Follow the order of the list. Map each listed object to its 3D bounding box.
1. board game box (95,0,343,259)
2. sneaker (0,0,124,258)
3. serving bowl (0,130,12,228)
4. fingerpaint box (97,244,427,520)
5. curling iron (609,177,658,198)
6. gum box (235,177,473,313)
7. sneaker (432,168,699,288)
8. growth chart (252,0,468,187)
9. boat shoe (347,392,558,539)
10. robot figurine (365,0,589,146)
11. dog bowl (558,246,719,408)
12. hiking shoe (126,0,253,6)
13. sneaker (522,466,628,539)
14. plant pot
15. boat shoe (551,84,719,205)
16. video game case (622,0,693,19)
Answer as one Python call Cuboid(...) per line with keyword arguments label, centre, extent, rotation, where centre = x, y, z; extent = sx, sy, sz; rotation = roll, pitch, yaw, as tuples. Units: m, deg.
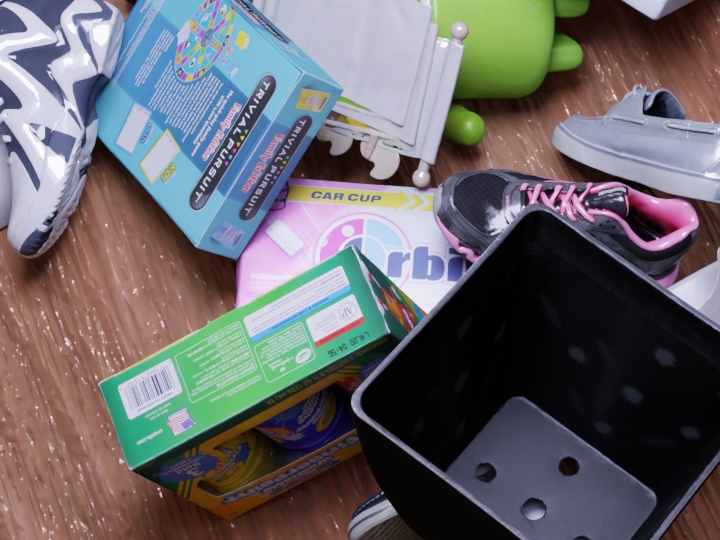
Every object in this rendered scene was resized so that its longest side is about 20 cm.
Cuboid(label="board game box", centre=(-0.117, -0.127, 1.531), extent=(0.200, 0.047, 0.151), rotation=(46, 109, 40))
Cuboid(label="sneaker", centre=(-0.263, -0.118, 1.531), extent=(0.129, 0.079, 0.201), rotation=(15, 90, 3))
Cuboid(label="serving bowl", centre=(-0.330, -0.121, 1.595), extent=(0.198, 0.066, 0.201), rotation=(0, 63, 0))
Cuboid(label="fingerpaint box", centre=(-0.050, 0.083, 1.402), extent=(0.199, 0.167, 0.074), rotation=(-28, 65, 9))
Cuboid(label="curling iron", centre=(0.159, -0.015, 1.525), extent=(0.049, 0.026, 0.200), rotation=(35, 49, 23))
Cuboid(label="gum box", centre=(0.000, 0.000, 1.529), extent=(0.198, 0.066, 0.114), rotation=(4, 65, 2))
Cuboid(label="sneaker", centre=(0.152, -0.041, 1.467), extent=(0.198, 0.095, 0.080), rotation=(11, 63, -15))
Cuboid(label="growth chart", centre=(-0.010, -0.160, 1.529), extent=(0.199, 0.145, 0.018), rotation=(32, 25, 22))
Cuboid(label="boat shoe", centre=(0.068, 0.134, 1.462), extent=(0.199, 0.075, 0.062), rotation=(-32, 61, -19))
Cuboid(label="robot figurine", centre=(0.073, -0.191, 1.585), extent=(0.198, 0.177, 0.116), rotation=(-1, 22, -16))
Cuboid(label="dog bowl", centre=(0.232, 0.035, 1.445), extent=(0.199, 0.200, 0.059), rotation=(-28, 82, -12))
Cuboid(label="hiking shoe", centre=(-0.108, -0.187, 1.619), extent=(0.199, 0.076, 0.101), rotation=(20, 62, 9))
Cuboid(label="sneaker", centre=(0.179, 0.203, 1.421), extent=(0.200, 0.078, 0.140), rotation=(39, 71, 17))
Cuboid(label="plant pot", centre=(0.123, 0.117, 1.331), extent=(0.199, 0.178, 0.200), rotation=(36, 64, 17))
Cuboid(label="boat shoe", centre=(0.220, -0.099, 1.525), extent=(0.070, 0.200, 0.072), rotation=(12, 98, -35))
Cuboid(label="video game case", centre=(0.198, -0.270, 1.622), extent=(0.181, 0.023, 0.200), rotation=(34, 30, 16))
